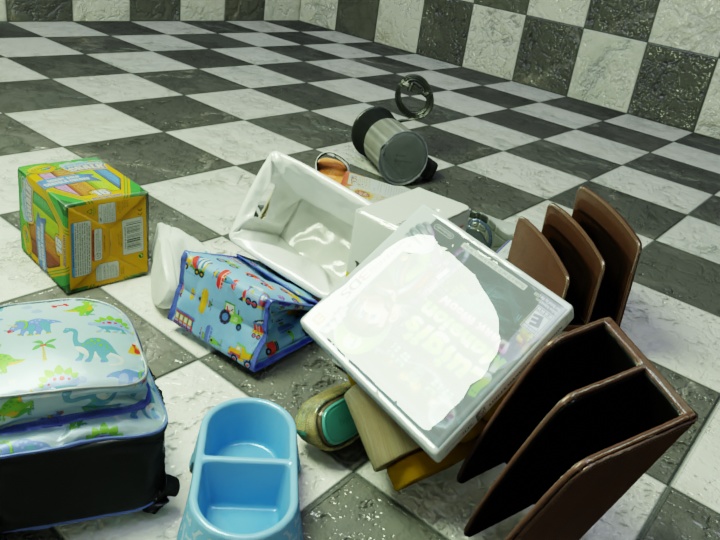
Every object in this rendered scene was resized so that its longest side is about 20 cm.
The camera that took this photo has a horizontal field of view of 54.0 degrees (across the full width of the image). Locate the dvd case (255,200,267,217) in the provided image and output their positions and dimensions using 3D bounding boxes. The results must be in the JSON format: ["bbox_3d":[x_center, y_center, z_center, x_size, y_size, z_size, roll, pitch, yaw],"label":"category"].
[{"bbox_3d":[-0.097,-0.071,1.194,0.146,0.025,0.201,-2,27,-21],"label":"dvd case"}]

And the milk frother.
[{"bbox_3d":[0.096,-0.314,1.550,0.176,0.205,0.189,2,26,-23],"label":"milk frother"}]

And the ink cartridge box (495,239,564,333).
[{"bbox_3d":[0.284,0.033,1.092,0.196,0.048,0.197,20,30,25],"label":"ink cartridge box"}]

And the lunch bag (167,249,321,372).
[{"bbox_3d":[-0.120,0.040,0.914,0.148,0.097,0.198,25,16,26],"label":"lunch bag"}]

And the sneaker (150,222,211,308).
[{"bbox_3d":[-0.242,-0.010,0.977,0.086,0.077,0.201,12,22,-21],"label":"sneaker"}]

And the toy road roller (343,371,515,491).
[{"bbox_3d":[0.096,0.113,0.692,0.196,0.146,0.125,-10,66,-38],"label":"toy road roller"}]

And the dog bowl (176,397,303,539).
[{"bbox_3d":[-0.104,0.188,0.637,0.108,0.051,0.201,5,26,-9],"label":"dog bowl"}]

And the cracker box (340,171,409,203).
[{"bbox_3d":[0.052,-0.104,1.245,0.194,0.059,0.135,17,24,0],"label":"cracker box"}]

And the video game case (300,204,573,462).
[{"bbox_3d":[0.065,0.045,0.662,0.181,0.024,0.199,-42,54,-12],"label":"video game case"}]

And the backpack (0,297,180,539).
[{"bbox_3d":[-0.269,0.110,0.628,0.179,0.151,0.200,-4,25,-29],"label":"backpack"}]

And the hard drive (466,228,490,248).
[{"bbox_3d":[0.138,-0.007,1.029,0.135,0.034,0.202,9,31,-13],"label":"hard drive"}]

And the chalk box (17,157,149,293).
[{"bbox_3d":[-0.399,-0.077,0.990,0.198,0.128,0.122,28,31,37],"label":"chalk box"}]

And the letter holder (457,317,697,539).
[{"bbox_3d":[0.142,0.156,0.572,0.139,0.203,0.101,-12,50,-33],"label":"letter holder"}]

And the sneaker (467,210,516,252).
[{"bbox_3d":[0.242,-0.057,1.246,0.195,0.076,0.087,20,15,6],"label":"sneaker"}]

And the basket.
[{"bbox_3d":[-0.052,-0.047,0.952,0.197,0.138,0.123,30,2,18],"label":"basket"}]

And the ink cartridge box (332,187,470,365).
[{"bbox_3d":[0.049,0.018,0.856,0.084,0.205,0.146,24,28,29],"label":"ink cartridge box"}]

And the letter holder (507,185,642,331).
[{"bbox_3d":[0.299,-0.028,1.007,0.097,0.146,0.201,3,28,-10],"label":"letter holder"}]

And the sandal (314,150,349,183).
[{"bbox_3d":[-0.055,-0.208,1.443,0.077,0.061,0.208,7,26,-4],"label":"sandal"}]

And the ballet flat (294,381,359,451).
[{"bbox_3d":[0.009,0.141,0.766,0.197,0.073,0.070,-14,34,-43],"label":"ballet flat"}]
